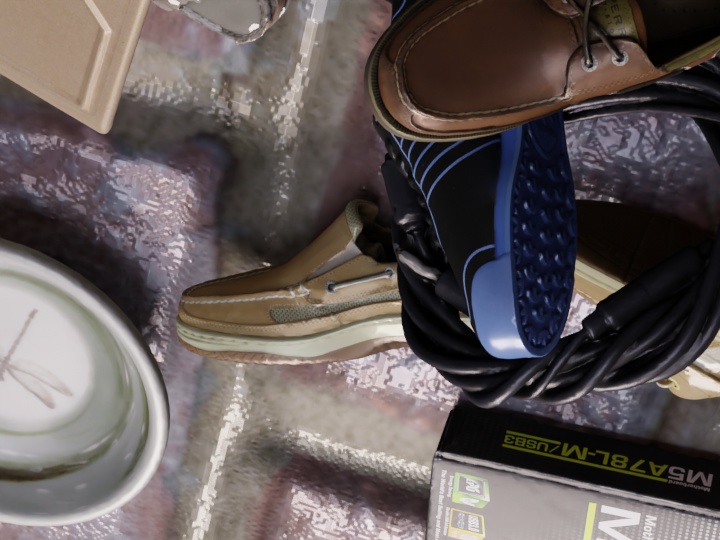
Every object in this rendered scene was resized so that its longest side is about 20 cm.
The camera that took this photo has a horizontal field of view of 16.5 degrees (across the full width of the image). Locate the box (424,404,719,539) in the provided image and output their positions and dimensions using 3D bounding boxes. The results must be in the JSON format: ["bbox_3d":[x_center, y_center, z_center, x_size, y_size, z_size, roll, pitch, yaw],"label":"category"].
[{"bbox_3d":[0.130,0.176,1.348,0.193,0.048,0.200,14,130,10],"label":"box"}]

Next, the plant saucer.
[{"bbox_3d":[-0.193,0.050,1.351,0.199,0.050,0.201,9,130,11],"label":"plant saucer"}]

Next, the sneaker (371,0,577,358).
[{"bbox_3d":[0.047,-0.052,1.119,0.078,0.201,0.070,-13,158,29],"label":"sneaker"}]

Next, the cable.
[{"bbox_3d":[0.103,-0.022,1.140,0.199,0.164,0.051,-9,161,23],"label":"cable"}]

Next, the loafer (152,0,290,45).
[{"bbox_3d":[-0.114,-0.173,1.142,0.072,0.063,0.200,-29,113,34],"label":"loafer"}]

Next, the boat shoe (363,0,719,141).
[{"bbox_3d":[0.098,-0.108,1.054,0.072,0.199,0.068,70,162,-6],"label":"boat shoe"}]

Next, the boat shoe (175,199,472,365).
[{"bbox_3d":[0.000,0.000,1.247,0.199,0.072,0.076,-5,111,12],"label":"boat shoe"}]

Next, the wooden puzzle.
[{"bbox_3d":[-0.179,-0.157,1.148,0.185,0.037,0.200,31,155,1],"label":"wooden puzzle"}]

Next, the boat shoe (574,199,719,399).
[{"bbox_3d":[0.172,0.032,1.203,0.200,0.074,0.066,26,126,-1],"label":"boat shoe"}]
